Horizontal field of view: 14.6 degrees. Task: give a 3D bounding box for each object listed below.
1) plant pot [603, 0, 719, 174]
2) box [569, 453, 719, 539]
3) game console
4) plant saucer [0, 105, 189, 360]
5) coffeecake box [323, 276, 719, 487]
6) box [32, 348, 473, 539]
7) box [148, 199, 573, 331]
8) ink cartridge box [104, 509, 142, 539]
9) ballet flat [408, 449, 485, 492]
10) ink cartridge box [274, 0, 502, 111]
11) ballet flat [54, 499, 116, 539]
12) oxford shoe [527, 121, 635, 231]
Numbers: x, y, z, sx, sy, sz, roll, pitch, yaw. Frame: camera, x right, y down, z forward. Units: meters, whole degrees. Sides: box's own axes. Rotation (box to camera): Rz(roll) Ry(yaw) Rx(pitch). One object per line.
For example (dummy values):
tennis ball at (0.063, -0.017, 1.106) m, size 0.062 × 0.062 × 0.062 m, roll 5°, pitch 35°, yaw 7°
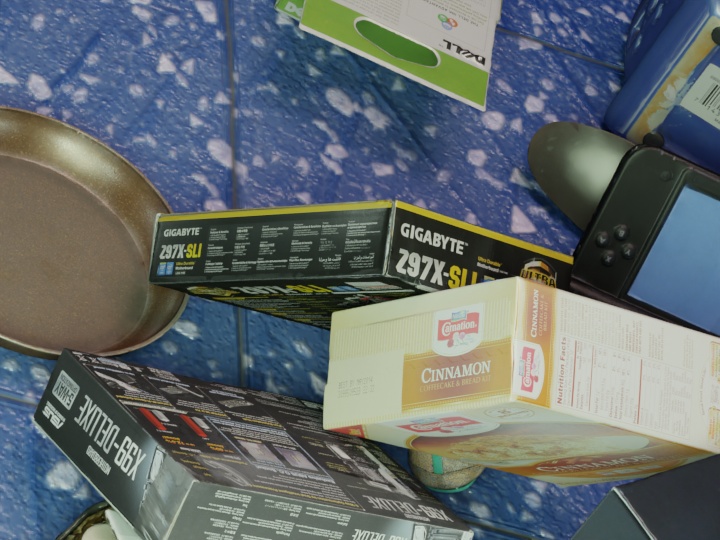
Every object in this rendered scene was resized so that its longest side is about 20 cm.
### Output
plant pot at (0.303, -0.155, 2.048) m, size 0.200 × 0.200 × 0.180 m, roll 32°, pitch 44°, yaw -3°
box at (0.190, 0.201, 1.581) m, size 0.198 × 0.200 × 0.123 m, roll -13°, pitch 58°, yaw -43°
game console at (0.240, 0.037, 1.863) m, size 0.200 × 0.173 × 0.119 m, roll 24°, pitch 13°, yaw -12°
plant saucer at (-0.197, -0.017, 1.678) m, size 0.200 × 0.032 × 0.200 m, roll 19°, pitch 40°, yaw -17°
coffeecake box at (0.104, 0.068, 1.610) m, size 0.200 × 0.153 × 0.073 m, roll 16°, pitch 71°, yaw -40°
box at (-0.058, 0.113, 1.546) m, size 0.200 × 0.050 × 0.158 m, roll 14°, pitch 16°, yaw -39°
box at (0.000, 0.000, 1.652) m, size 0.160 × 0.200 × 0.049 m, roll 18°, pitch 76°, yaw -43°
ink cartridge box at (-0.043, 0.214, 1.498) m, size 0.200 × 0.044 × 0.174 m, roll 12°, pitch 36°, yaw -45°
ballet flat at (0.064, 0.049, 1.749) m, size 0.068 × 0.067 × 0.200 m, roll -6°, pitch 39°, yaw 11°
ink cartridge box at (0.017, -0.179, 1.965) m, size 0.148 × 0.076 × 0.200 m, roll 24°, pitch 40°, yaw -12°
ballet flat at (-0.168, 0.182, 1.458) m, size 0.068 × 0.068 × 0.200 m, roll 34°, pitch 39°, yaw -1°
oxford shoe at (0.205, -0.044, 1.976) m, size 0.200 × 0.071 × 0.071 m, roll 30°, pitch 11°, yaw -4°
